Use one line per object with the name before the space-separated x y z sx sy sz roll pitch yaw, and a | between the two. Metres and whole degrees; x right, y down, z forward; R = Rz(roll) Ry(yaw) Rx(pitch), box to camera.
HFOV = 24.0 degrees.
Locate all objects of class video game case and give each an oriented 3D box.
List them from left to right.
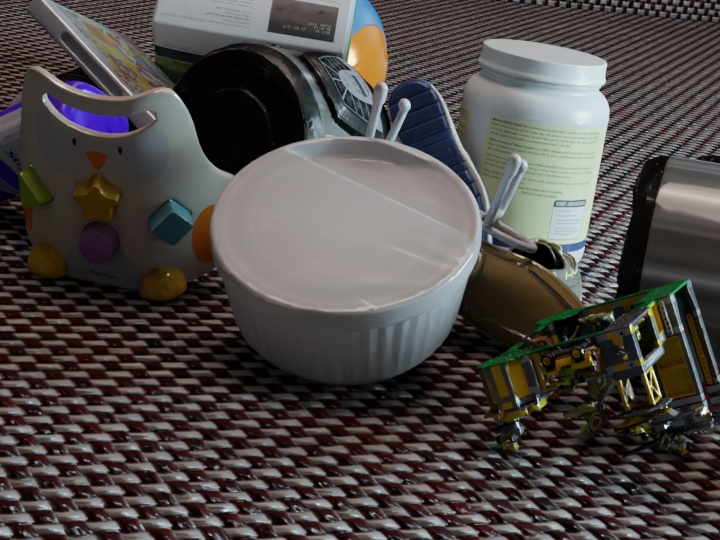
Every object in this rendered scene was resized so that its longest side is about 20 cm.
video game case | -0.217 -0.181 1.653 0.182 0.023 0.200 46 9 16

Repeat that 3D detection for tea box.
tea box | -0.109 -0.251 1.793 0.197 0.135 0.197 10 -24 -1

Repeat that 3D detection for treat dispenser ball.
treat dispenser ball | -0.067 -0.253 2.006 0.198 0.203 0.201 8 16 -2

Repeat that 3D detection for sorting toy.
sorting toy | -0.199 -0.082 1.348 0.198 0.181 0.107 10 45 10

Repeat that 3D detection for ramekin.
ramekin | -0.010 -0.003 1.261 0.200 0.095 0.204 0 42 0

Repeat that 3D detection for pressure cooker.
pressure cooker | -0.069 -0.119 1.572 0.177 0.178 0.199 17 8 29
pressure cooker | 0.305 0.010 1.327 0.198 0.181 0.176 11 18 15

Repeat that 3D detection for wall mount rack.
wall mount rack | 0.064 -0.087 1.348 0.198 0.075 0.174 28 8 6

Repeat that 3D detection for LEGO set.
LEGO set | 0.177 0.090 1.191 0.152 0.117 0.200 -18 4 19

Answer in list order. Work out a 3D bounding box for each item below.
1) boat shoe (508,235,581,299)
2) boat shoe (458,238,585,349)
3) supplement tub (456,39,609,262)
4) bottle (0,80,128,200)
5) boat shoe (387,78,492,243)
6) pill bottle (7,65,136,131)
boat shoe | 0.156 0.005 1.494 0.071 0.061 0.202 14 17 17
boat shoe | 0.094 0.007 1.359 0.199 0.072 0.076 29 -1 7
supplement tub | 0.162 -0.113 1.650 0.143 0.202 0.145 8 16 -2
bottle | -0.292 -0.106 1.495 0.199 0.066 0.083 -15 -41 41
boat shoe | 0.083 -0.079 1.577 0.071 0.202 0.072 -17 -16 13
pill bottle | -0.275 -0.148 1.699 0.108 0.111 0.200 11 16 8
